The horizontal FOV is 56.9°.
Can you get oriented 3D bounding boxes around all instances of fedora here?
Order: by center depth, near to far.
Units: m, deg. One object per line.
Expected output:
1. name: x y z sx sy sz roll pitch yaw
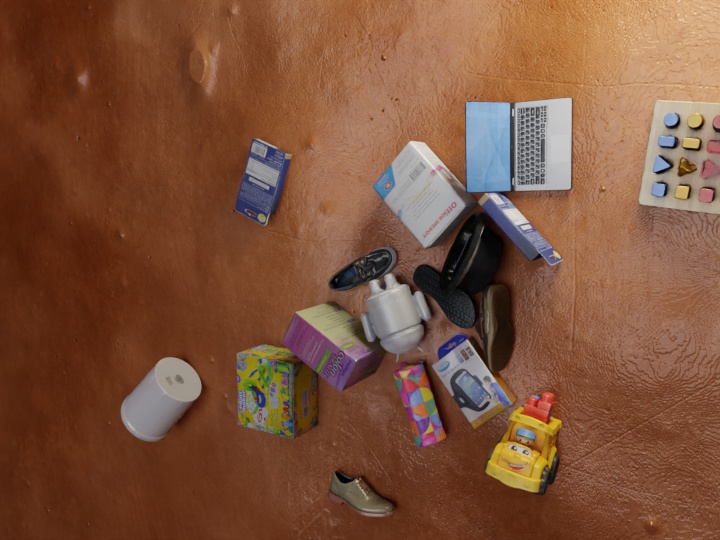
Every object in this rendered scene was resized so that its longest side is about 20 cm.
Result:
1. fedora: 0.252 -0.023 1.462 0.090 0.201 0.203 23 111 -6

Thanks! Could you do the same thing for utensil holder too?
1. utensil holder: -0.593 0.383 1.988 0.200 0.169 0.171 -46 74 24

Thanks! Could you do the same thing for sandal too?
1. sandal: 0.206 0.055 1.549 0.201 0.048 0.076 47 117 31

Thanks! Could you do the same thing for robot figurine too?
1. robot figurine: 0.083 0.111 1.584 0.167 0.113 0.203 -22 86 14

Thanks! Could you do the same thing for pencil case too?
1. pencil case: 0.142 0.320 1.599 0.087 0.088 0.203 -19 85 30

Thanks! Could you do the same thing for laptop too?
1. laptop: 0.332 -0.261 1.387 0.197 0.115 0.191 2 99 30

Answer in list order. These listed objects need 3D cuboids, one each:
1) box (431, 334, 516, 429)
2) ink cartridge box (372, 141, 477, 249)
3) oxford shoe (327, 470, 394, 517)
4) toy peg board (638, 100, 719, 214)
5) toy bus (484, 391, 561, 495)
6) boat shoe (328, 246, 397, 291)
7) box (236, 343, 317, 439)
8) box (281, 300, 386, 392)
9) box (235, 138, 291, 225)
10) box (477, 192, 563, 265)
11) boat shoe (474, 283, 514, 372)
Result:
1. box: 0.256 0.251 1.546 0.119 0.041 0.201 -41 78 28
2. ink cartridge box: 0.148 -0.172 1.524 0.145 0.084 0.201 -47 72 27
3. oxford shoe: 0.001 0.580 1.723 0.197 0.070 0.076 10 96 28
4. toy peg board: 0.631 -0.210 1.230 0.196 0.097 0.204 12 102 28
5. toy bus: 0.361 0.355 1.414 0.134 0.199 0.195 17 97 26
6. boat shoe: 0.000 0.000 1.644 0.198 0.066 0.071 -23 85 31
7. box: -0.224 0.320 1.786 0.190 0.121 0.204 6 101 29
8. box: -0.060 0.182 1.641 0.199 0.175 0.098 35 112 21
9. box: -0.263 -0.235 1.776 0.120 0.032 0.203 27 108 25
10. box: 0.339 -0.083 1.403 0.032 0.121 0.201 -47 73 25
11. boat shoe: 0.296 0.126 1.498 0.072 0.071 0.204 16 116 58
